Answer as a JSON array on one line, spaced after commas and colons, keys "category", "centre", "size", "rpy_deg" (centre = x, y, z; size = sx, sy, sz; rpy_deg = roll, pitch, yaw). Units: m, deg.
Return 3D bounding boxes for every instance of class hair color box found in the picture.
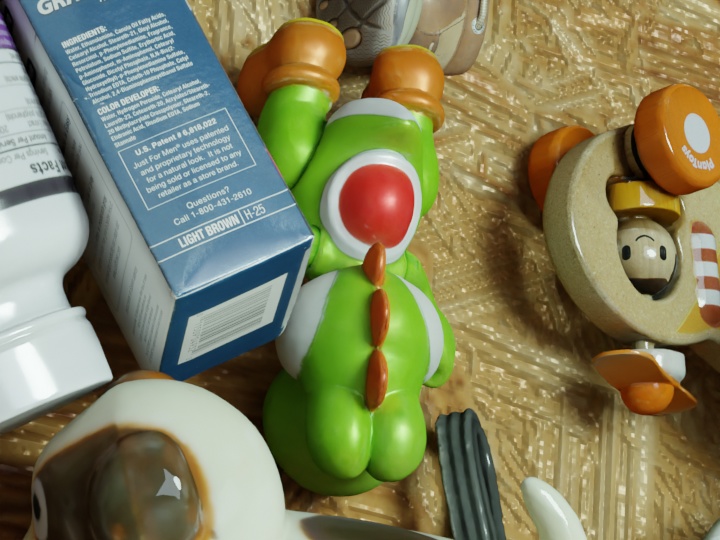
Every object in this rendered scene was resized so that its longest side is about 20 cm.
[{"category": "hair color box", "centre": [-0.092, -0.066, 1.071], "size": [0.060, 0.100, 0.200], "rpy_deg": [-24, 74, -18]}]

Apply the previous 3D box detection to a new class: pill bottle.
[{"category": "pill bottle", "centre": [-0.166, -0.036, 1.035], "size": [0.111, 0.111, 0.201], "rpy_deg": [-21, 86, -37]}]

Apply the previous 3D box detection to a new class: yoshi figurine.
[{"category": "yoshi figurine", "centre": [-0.010, 0.007, 1.154], "size": [0.112, 0.112, 0.201], "rpy_deg": [52, 30, -51]}]

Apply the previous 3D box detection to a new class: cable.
[{"category": "cable", "centre": [0.044, 0.151, 1.138], "size": [0.097, 0.050, 0.201], "rpy_deg": [34, 38, -68]}]

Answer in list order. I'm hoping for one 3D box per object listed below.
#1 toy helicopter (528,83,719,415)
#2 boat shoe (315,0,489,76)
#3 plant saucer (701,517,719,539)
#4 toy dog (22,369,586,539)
[{"category": "toy helicopter", "centre": [0.149, 0.023, 1.254], "size": [0.200, 0.079, 0.133], "rpy_deg": [42, 48, -30]}, {"category": "boat shoe", "centre": [0.029, -0.176, 1.248], "size": [0.072, 0.076, 0.201], "rpy_deg": [17, 73, -32]}, {"category": "plant saucer", "centre": [0.186, 0.195, 1.216], "size": [0.200, 0.050, 0.201], "rpy_deg": [19, 61, -39]}, {"category": "toy dog", "centre": [-0.034, 0.125, 1.017], "size": [0.200, 0.194, 0.140], "rpy_deg": [39, 20, -13]}]
